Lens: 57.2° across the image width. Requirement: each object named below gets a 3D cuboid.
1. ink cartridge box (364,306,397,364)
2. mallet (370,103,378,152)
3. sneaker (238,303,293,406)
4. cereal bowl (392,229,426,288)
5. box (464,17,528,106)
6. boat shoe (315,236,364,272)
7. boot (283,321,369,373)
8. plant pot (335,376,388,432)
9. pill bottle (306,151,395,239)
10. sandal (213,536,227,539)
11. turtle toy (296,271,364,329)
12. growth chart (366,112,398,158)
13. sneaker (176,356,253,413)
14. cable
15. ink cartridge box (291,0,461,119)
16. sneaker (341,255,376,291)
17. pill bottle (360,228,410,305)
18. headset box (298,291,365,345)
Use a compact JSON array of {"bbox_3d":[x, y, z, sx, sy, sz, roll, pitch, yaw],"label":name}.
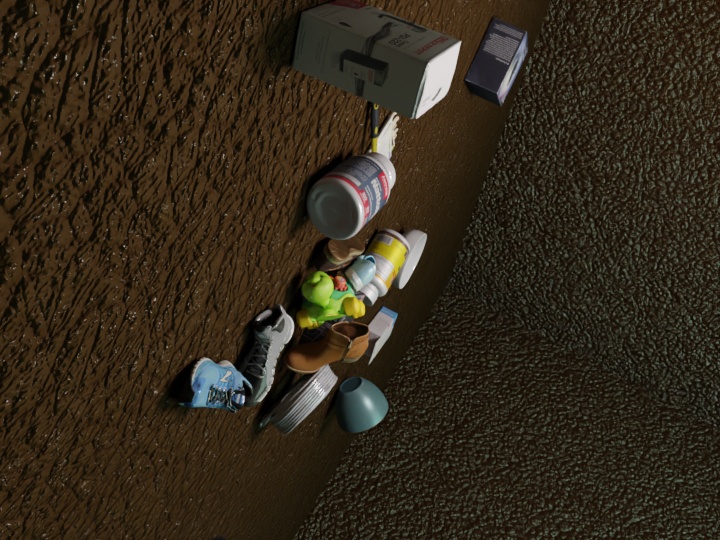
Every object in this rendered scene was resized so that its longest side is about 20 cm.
[{"bbox_3d":[0.057,0.237,2.420,0.200,0.067,0.117,-48,160,-52],"label":"ink cartridge box"},{"bbox_3d":[0.037,-0.275,1.373,0.065,0.041,0.202,-21,142,-26],"label":"mallet"},{"bbox_3d":[-0.196,0.152,1.268,0.116,0.074,0.203,82,27,-61],"label":"sneaker"},{"bbox_3d":[0.137,-0.047,2.151,0.202,0.082,0.201,-58,167,-22],"label":"cereal bowl"},{"bbox_3d":[0.428,-0.643,2.062,0.201,0.122,0.200,-64,167,10],"label":"box"},{"bbox_3d":[-0.050,-0.037,1.487,0.072,0.072,0.200,-46,179,21],"label":"boat shoe"},{"bbox_3d":[-0.077,0.169,1.523,0.155,0.196,0.075,110,-32,-60],"label":"boot"},{"bbox_3d":[-0.013,0.469,2.404,0.200,0.197,0.137,-49,124,-46],"label":"plant pot"},{"bbox_3d":[-0.009,-0.154,1.280,0.200,0.118,0.121,-48,160,-50],"label":"pill bottle"},{"bbox_3d":[-0.394,0.780,1.678,0.201,0.074,0.045,-57,166,-38],"label":"sandal"},{"bbox_3d":[-0.075,0.060,1.440,0.200,0.143,0.103,45,31,-77],"label":"turtle toy"},{"bbox_3d":[0.048,-0.263,1.519,0.146,0.018,0.201,-58,166,-25],"label":"growth chart"},{"bbox_3d":[-0.237,0.200,1.127,0.079,0.089,0.200,-64,166,4],"label":"sneaker"},{"bbox_3d":[-0.142,0.314,1.637,0.200,0.069,0.200,-43,-178,30],"label":"cable"},{"bbox_3d":[0.025,-0.304,0.934,0.146,0.198,0.086,-47,160,-50],"label":"ink cartridge box"},{"bbox_3d":[0.000,0.000,1.562,0.081,0.075,0.200,-32,-166,-4],"label":"sneaker"},{"bbox_3d":[0.049,-0.007,1.819,0.202,0.108,0.110,-58,166,-21],"label":"pill bottle"},{"bbox_3d":[-0.067,0.117,1.676,0.203,0.074,0.148,-65,166,7],"label":"headset box"}]
